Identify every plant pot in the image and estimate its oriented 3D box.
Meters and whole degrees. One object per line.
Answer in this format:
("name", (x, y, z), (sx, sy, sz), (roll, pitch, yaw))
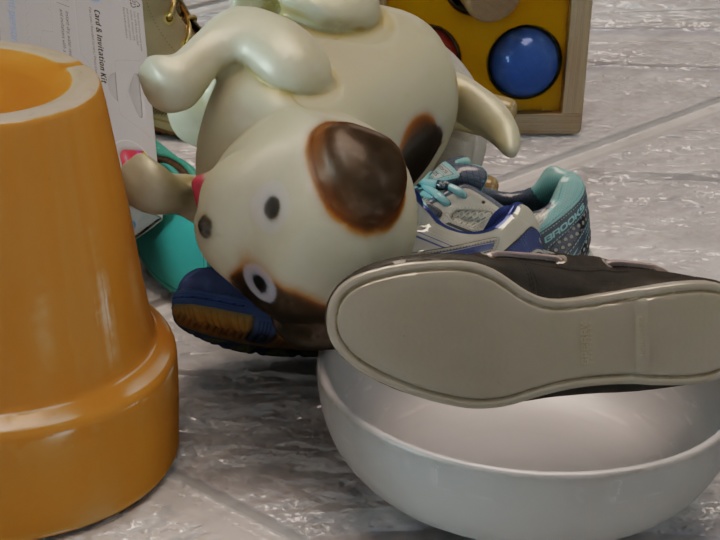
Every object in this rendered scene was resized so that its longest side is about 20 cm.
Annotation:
("plant pot", (-0.182, -0.001, 1.046), (0.198, 0.185, 0.200), (3, 23, -1))

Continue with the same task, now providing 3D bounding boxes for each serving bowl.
("serving bowl", (0.077, 0.075, 1.053), (0.198, 0.066, 0.200), (3, 23, -1))

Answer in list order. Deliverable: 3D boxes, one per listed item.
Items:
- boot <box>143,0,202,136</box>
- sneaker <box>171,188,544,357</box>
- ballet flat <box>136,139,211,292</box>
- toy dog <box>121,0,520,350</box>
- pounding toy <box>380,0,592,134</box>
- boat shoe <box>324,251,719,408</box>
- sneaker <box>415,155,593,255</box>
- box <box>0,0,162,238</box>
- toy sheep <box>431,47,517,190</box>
("boot", (-0.120, -0.172, 1.485), (0.198, 0.157, 0.073), (4, 23, 2))
("sneaker", (0.000, 0.000, 1.167), (0.198, 0.089, 0.075), (2, -6, -15))
("ballet flat", (-0.107, -0.039, 1.299), (0.070, 0.068, 0.200), (4, 21, -37))
("toy dog", (-0.023, -0.049, 1.085), (0.193, 0.140, 0.201), (23, 32, -11))
("pounding toy", (0.061, -0.194, 1.505), (0.183, 0.202, 0.142), (-1, 24, -10))
("boat shoe", (0.076, 0.025, 1.016), (0.198, 0.067, 0.057), (2, 7, -15))
("sneaker", (0.034, -0.022, 1.247), (0.198, 0.087, 0.078), (-4, 23, -17))
("box", (-0.201, -0.113, 1.221), (0.199, 0.041, 0.157), (17, 53, -39))
("toy sheep", (0.015, -0.081, 1.330), (0.137, 0.139, 0.200), (8, 6, 12))
